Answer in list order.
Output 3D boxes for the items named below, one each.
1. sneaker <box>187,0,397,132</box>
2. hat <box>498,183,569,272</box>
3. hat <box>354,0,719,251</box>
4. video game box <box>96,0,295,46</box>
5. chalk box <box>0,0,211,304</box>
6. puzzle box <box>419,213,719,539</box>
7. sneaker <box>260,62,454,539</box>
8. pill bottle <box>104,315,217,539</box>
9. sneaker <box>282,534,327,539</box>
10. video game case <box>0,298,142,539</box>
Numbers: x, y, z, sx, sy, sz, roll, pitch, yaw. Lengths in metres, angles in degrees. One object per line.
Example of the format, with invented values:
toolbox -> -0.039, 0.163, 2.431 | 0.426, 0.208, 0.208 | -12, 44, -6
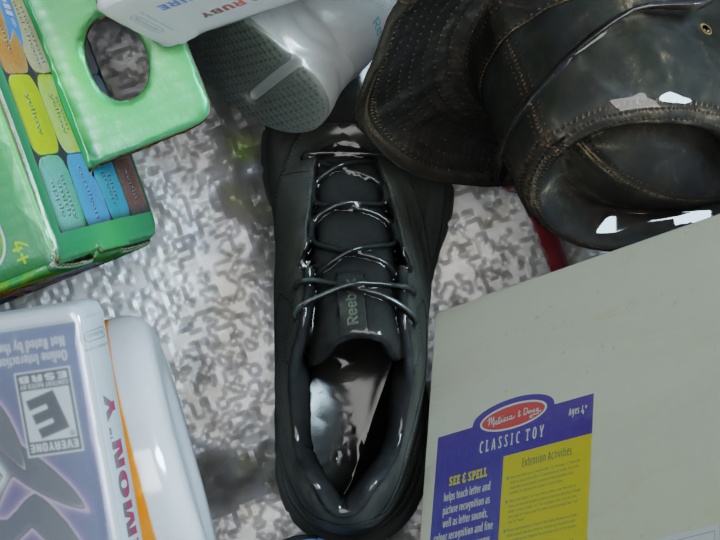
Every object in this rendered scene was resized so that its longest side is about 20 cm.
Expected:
sneaker -> -0.068, -0.129, 0.845 | 0.200, 0.071, 0.080 | 35, 65, 19
hat -> 0.125, 0.104, 0.862 | 0.164, 0.177, 0.201 | 4, 124, -6
hat -> 0.102, -0.056, 0.776 | 0.199, 0.201, 0.081 | -19, 61, -3
video game box -> -0.007, -0.192, 0.742 | 0.181, 0.047, 0.202 | -14, 69, 30
chalk box -> -0.154, -0.044, 0.790 | 0.199, 0.124, 0.126 | -22, 91, 11
puzzle box -> 0.097, 0.053, 0.743 | 0.025, 0.199, 0.134 | 25, 59, -37
sneaker -> 0.000, 0.000, 0.832 | 0.075, 0.091, 0.202 | -4, 84, 0
pill bottle -> -0.156, 0.095, 0.809 | 0.198, 0.113, 0.114 | -17, 86, -2
sneaker -> -0.050, 0.183, 0.833 | 0.078, 0.090, 0.201 | 30, 102, -37
video game case -> -0.159, 0.113, 0.724 | 0.198, 0.023, 0.184 | -9, 94, 17
